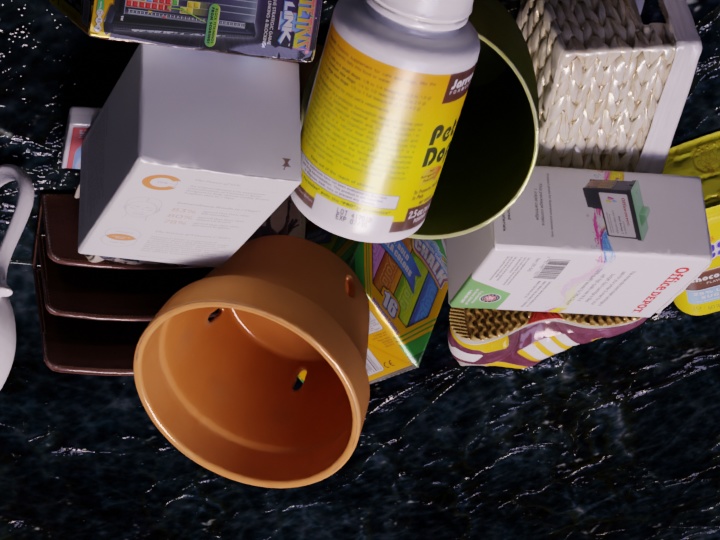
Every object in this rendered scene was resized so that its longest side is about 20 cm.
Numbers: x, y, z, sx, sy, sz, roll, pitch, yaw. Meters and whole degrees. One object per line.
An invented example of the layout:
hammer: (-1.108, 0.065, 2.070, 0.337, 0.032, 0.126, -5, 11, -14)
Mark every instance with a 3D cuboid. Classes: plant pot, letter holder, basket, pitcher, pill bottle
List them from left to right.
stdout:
pitcher: (-0.345, 0.013, 1.451, 0.171, 0.201, 0.121, -32, 141, 19)
letter holder: (-0.194, 0.013, 1.550, 0.198, 0.143, 0.101, -1, 141, -18)
plant pot: (-0.076, 0.064, 1.427, 0.199, 0.140, 0.201, 11, 130, 13)
pill bottle: (0.020, -0.128, 1.212, 0.108, 0.109, 0.201, 2, 125, -22)
plant pot: (0.065, -0.154, 1.367, 0.186, 0.200, 0.188, 6, 120, 11)
basket: (0.202, -0.168, 1.466, 0.122, 0.136, 0.201, -5, 142, -10)

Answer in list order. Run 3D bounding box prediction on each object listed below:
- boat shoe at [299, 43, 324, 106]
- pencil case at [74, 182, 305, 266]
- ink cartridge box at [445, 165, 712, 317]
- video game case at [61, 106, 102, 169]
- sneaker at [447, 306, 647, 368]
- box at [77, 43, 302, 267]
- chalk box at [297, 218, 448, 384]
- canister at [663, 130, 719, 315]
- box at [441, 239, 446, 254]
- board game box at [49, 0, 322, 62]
boat shoe: (-0.099, -0.150, 1.441, 0.198, 0.071, 0.070, -2, 158, -2)
pencil case: (-0.152, -0.045, 1.495, 0.198, 0.090, 0.078, 2, 125, -16)
ink cartridge box: (0.189, -0.024, 1.482, 0.198, 0.085, 0.145, 3, 158, -12)
video game case: (-0.150, -0.106, 1.423, 0.198, 0.018, 0.143, 3, 169, -12)
sneaker: (0.182, 0.049, 1.626, 0.198, 0.075, 0.090, -6, 151, -1)
box: (-0.135, -0.083, 1.285, 0.124, 0.098, 0.200, 6, 160, -21)
chalk box: (0.000, 0.000, 1.575, 0.124, 0.201, 0.124, -21, 118, 32)
canister: (0.375, -0.048, 1.723, 0.148, 0.087, 0.200, -18, 145, 5)
box: (0.162, -0.028, 1.657, 0.112, 0.102, 0.200, -26, 142, 15)
board game box: (-0.135, -0.204, 1.248, 0.164, 0.200, 0.057, 3, 104, -20)
